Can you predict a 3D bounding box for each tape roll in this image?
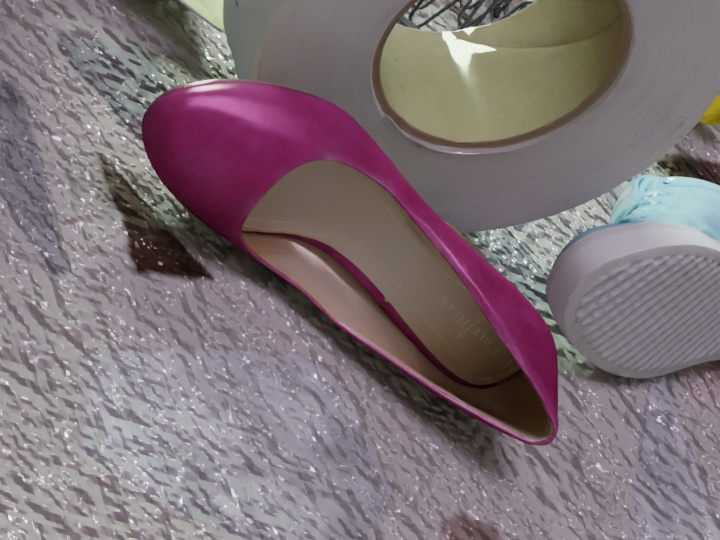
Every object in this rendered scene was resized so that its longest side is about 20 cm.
[{"bbox_3d":[0.048,-0.107,1.189,0.202,0.202,0.071,23,37,-36],"label":"tape roll"}]

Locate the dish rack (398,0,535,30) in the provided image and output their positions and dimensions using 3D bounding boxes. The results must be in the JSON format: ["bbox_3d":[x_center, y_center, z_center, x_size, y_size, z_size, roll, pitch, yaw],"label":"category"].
[{"bbox_3d":[0.027,-0.151,1.364,0.153,0.055,0.200,35,31,-18],"label":"dish rack"}]

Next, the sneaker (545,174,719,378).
[{"bbox_3d":[0.127,-0.004,1.311,0.082,0.074,0.200,44,21,28],"label":"sneaker"}]

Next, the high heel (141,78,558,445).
[{"bbox_3d":[0.000,0.000,1.130,0.200,0.067,0.096,38,17,-42],"label":"high heel"}]

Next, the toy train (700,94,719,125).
[{"bbox_3d":[0.215,-0.086,1.477,0.150,0.056,0.200,29,13,-12],"label":"toy train"}]

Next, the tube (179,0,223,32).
[{"bbox_3d":[-0.084,-0.183,1.270,0.058,0.052,0.200,2,43,-3],"label":"tube"}]
